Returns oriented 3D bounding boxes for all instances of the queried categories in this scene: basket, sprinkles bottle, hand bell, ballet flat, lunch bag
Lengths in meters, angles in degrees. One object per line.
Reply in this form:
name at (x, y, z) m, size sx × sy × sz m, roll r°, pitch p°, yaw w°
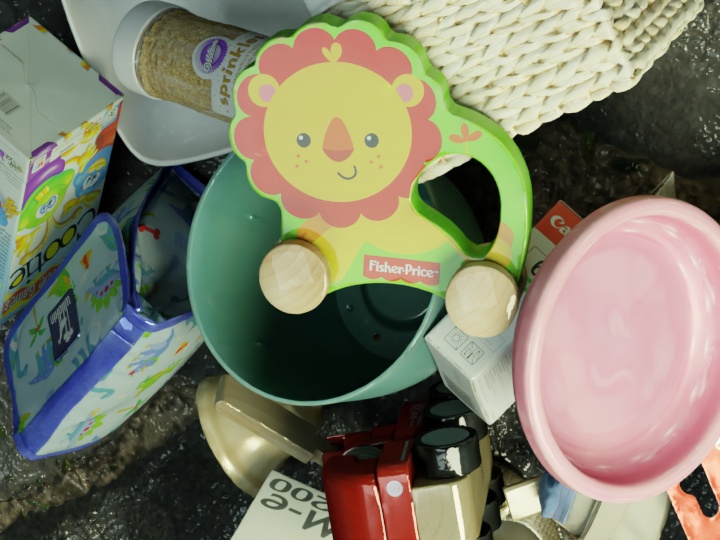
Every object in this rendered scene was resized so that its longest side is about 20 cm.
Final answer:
basket at (0.100, -0.186, 1.506) m, size 0.197 × 0.200 × 0.162 m, roll -23°, pitch 101°, yaw 30°
sprinkles bottle at (-0.084, -0.134, 1.563) m, size 0.199 × 0.068 × 0.069 m, roll 21°, pitch 119°, yaw 39°
hand bell at (-0.016, 0.085, 1.739) m, size 0.199 × 0.104 × 0.105 m, roll -29°, pitch 96°, yaw 18°
ballet flat at (0.128, 0.241, 1.741) m, size 0.067 × 0.046 × 0.201 m, roll -17°, pitch 99°, yaw 29°
lunch bag at (-0.179, 0.038, 1.708) m, size 0.127 × 0.200 × 0.170 m, roll 37°, pitch 122°, yaw -8°

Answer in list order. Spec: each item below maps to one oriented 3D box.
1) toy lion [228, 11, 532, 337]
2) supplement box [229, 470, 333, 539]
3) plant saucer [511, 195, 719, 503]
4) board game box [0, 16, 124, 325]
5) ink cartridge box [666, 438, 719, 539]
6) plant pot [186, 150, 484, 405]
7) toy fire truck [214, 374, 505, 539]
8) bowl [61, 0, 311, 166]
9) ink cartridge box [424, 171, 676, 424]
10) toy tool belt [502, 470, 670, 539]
toy lion at (0.013, -0.066, 1.454) m, size 0.198 × 0.069 × 0.193 m, roll 7°, pitch 108°, yaw 9°
supplement box at (-0.026, 0.253, 1.752) m, size 0.125 × 0.074 × 0.201 m, roll 22°, pitch 148°, yaw 15°
plant saucer at (0.171, 0.049, 1.486) m, size 0.051 × 0.200 × 0.202 m, roll 15°, pitch 119°, yaw 52°
board game box at (-0.263, -0.073, 1.724) m, size 0.105 × 0.103 × 0.201 m, roll 40°, pitch 141°, yaw 15°
ink cartridge box at (0.305, 0.114, 1.561) m, size 0.199 × 0.047 × 0.161 m, roll -25°, pitch 100°, yaw -4°
plant pot at (0.000, 0.000, 1.622) m, size 0.199 × 0.161 × 0.202 m, roll -3°, pitch 82°, yaw 26°
toy fire truck at (-0.004, 0.139, 1.647) m, size 0.198 × 0.176 × 0.130 m, roll -7°, pitch 105°, yaw 9°
bowl at (-0.111, -0.191, 1.671) m, size 0.199 × 0.075 × 0.201 m, roll -16°, pitch 102°, yaw 27°
ink cartridge box at (0.135, 0.007, 1.568) m, size 0.050 × 0.109 × 0.200 m, roll 41°, pitch 82°, yaw 20°
toy tool belt at (0.170, 0.102, 1.629) m, size 0.122 × 0.125 × 0.202 m, roll 11°, pitch 113°, yaw 11°
